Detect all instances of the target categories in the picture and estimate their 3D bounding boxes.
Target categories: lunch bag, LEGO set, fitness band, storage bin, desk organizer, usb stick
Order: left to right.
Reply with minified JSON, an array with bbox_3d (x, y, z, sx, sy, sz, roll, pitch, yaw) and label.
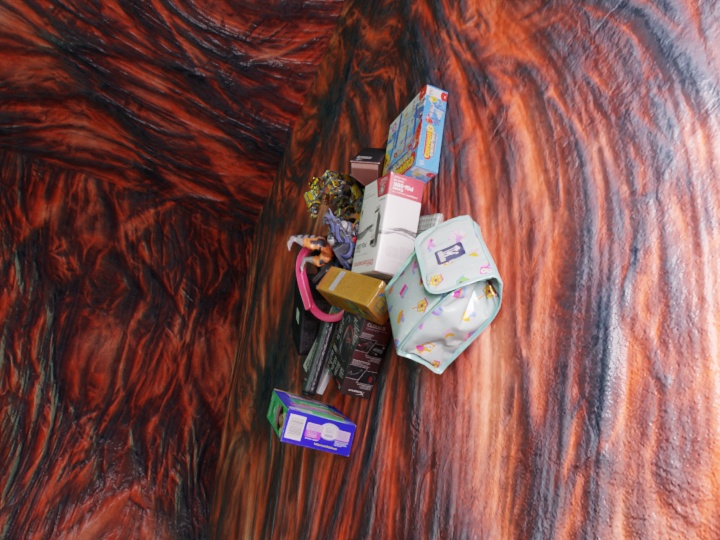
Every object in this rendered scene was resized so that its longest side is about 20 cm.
[{"bbox_3d":[-0.135,0.122,1.543,0.136,0.091,0.205,-127,41,-62],"label":"storage bin"},{"bbox_3d":[-0.101,0.206,1.340,0.055,0.032,0.205,-7,64,59],"label":"usb stick"},{"bbox_3d":[-0.080,0.023,1.322,0.037,0.140,0.205,21,-128,-77],"label":"fitness band"},{"bbox_3d":[-0.044,-0.176,1.449,0.153,0.198,0.118,-40,62,28],"label":"LEGO set"},{"bbox_3d":[0.025,-0.248,1.356,0.201,0.070,0.079,-65,-21,-67],"label":"desk organizer"},{"bbox_3d":[0.133,0.028,0.870,0.202,0.120,0.172,-55,23,28],"label":"lunch bag"}]

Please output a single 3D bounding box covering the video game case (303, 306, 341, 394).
[{"bbox_3d":[-0.077,0.185,1.368,0.204,0.018,0.143,-64,26,7],"label":"video game case"}]

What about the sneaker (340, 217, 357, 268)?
[{"bbox_3d":[-0.046,-0.039,1.518,0.121,0.082,0.203,120,170,-52],"label":"sneaker"}]

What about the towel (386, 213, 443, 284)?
[{"bbox_3d":[0.106,-0.018,1.135,0.199,0.034,0.198,-174,96,-70],"label":"towel"}]

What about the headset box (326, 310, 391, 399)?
[{"bbox_3d":[-0.001,0.157,1.226,0.149,0.073,0.205,-137,64,-68],"label":"headset box"}]

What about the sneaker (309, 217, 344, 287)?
[{"bbox_3d":[-0.082,-0.050,1.392,0.071,0.081,0.204,120,166,-67],"label":"sneaker"}]

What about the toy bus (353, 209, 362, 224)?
[{"bbox_3d":[0.026,-0.101,1.335,0.200,0.076,0.067,128,152,-63],"label":"toy bus"}]

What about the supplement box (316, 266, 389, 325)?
[{"bbox_3d":[-0.009,0.049,1.148,0.198,0.067,0.069,12,60,53],"label":"supplement box"}]

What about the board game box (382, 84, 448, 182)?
[{"bbox_3d":[0.118,-0.282,1.254,0.199,0.055,0.201,148,134,-64],"label":"board game box"}]

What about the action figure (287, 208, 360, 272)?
[{"bbox_3d":[-0.070,-0.081,1.242,0.202,0.188,0.106,70,-173,-47],"label":"action figure"}]

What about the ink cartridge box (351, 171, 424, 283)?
[{"bbox_3d":[0.054,-0.084,1.146,0.146,0.081,0.206,168,113,-68],"label":"ink cartridge box"}]

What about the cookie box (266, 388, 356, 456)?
[{"bbox_3d":[-0.121,0.352,1.282,0.199,0.167,0.077,0,71,71],"label":"cookie box"}]
